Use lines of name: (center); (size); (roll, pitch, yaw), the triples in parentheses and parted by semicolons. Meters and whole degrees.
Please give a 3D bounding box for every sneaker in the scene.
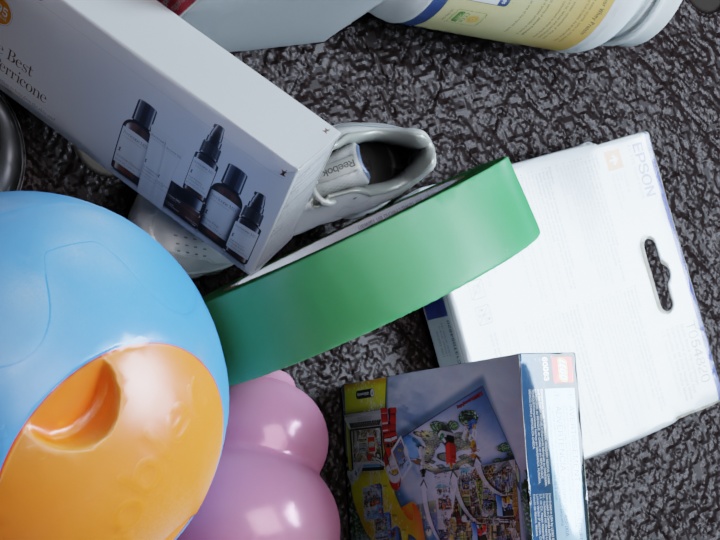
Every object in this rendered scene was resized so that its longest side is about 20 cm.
sneaker: (-0.044, -0.052, 0.821); (0.199, 0.087, 0.075); (-23, 95, -28)

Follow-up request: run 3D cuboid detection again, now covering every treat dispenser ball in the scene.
treat dispenser ball: (-0.163, 0.063, 0.674); (0.199, 0.200, 0.204); (5, 79, -27)

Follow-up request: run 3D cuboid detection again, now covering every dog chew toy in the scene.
dog chew toy: (-0.066, 0.151, 0.762); (0.123, 0.124, 0.202); (19, 66, -24)

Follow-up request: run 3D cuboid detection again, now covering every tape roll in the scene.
tape roll: (0.000, 0.000, 0.771); (0.199, 0.200, 0.049); (-28, 95, -29)

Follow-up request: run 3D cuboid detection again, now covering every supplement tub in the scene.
supplement tub: (0.102, -0.218, 0.893); (0.198, 0.144, 0.146); (5, 79, -27)

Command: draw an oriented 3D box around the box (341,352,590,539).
box: (0.053, 0.124, 0.779); (0.037, 0.199, 0.138); (0, 82, -28)

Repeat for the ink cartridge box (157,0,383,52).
ink cartridge box: (-0.071, -0.242, 0.805); (0.144, 0.144, 0.202); (-12, 87, -29)

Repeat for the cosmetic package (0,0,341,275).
cosmetic package: (-0.113, -0.091, 0.745); (0.199, 0.083, 0.051); (36, 40, 8)

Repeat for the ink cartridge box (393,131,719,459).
ink cartridge box: (0.134, 0.023, 0.930); (0.198, 0.040, 0.202); (-15, 89, -29)

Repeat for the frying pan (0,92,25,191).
frying pan: (-0.219, -0.033, 0.760); (0.114, 0.031, 0.191); (-32, 94, -28)
